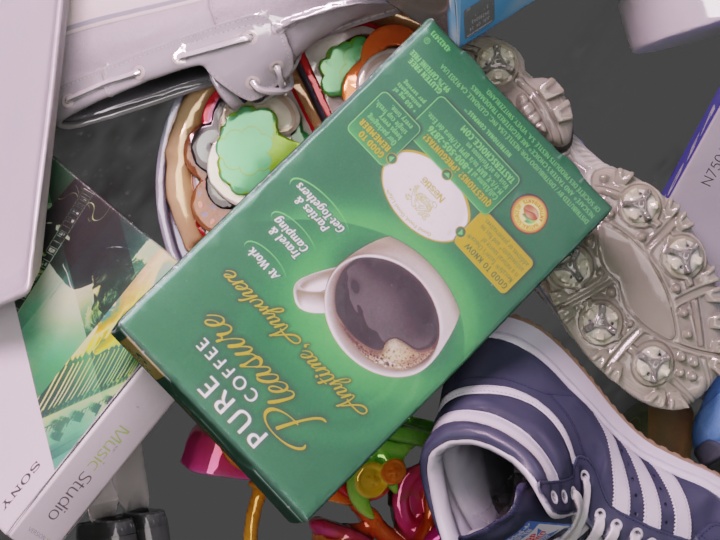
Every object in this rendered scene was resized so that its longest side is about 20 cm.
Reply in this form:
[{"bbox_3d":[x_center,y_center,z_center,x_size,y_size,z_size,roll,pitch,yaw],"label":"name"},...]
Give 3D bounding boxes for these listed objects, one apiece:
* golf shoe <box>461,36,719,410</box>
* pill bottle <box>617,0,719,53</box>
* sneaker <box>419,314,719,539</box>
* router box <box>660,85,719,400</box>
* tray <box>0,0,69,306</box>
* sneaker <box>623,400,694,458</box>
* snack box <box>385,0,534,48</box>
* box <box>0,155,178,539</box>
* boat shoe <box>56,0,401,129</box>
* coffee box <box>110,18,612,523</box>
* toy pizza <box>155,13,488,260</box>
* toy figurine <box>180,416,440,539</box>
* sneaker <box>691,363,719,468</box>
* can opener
[{"bbox_3d":[0.100,-0.019,1.285,0.078,0.097,0.200,-34,84,-9],"label":"golf shoe"},{"bbox_3d":[0.147,-0.213,1.308,0.119,0.120,0.201,-15,89,-1],"label":"pill bottle"},{"bbox_3d":[0.108,0.117,1.222,0.200,0.109,0.070,41,124,-7],"label":"sneaker"},{"bbox_3d":[0.231,-0.011,1.287,0.179,0.049,0.201,25,123,0],"label":"router box"},{"bbox_3d":[-0.175,-0.063,1.289,0.107,0.022,0.201,-20,56,39],"label":"tray"},{"bbox_3d":[0.093,0.150,1.320,0.089,0.067,0.201,18,91,-6],"label":"sneaker"},{"bbox_3d":[0.021,-0.188,1.275,0.116,0.037,0.200,-33,51,-25],"label":"snack box"},{"bbox_3d":[-0.160,0.026,1.276,0.145,0.036,0.200,-51,47,-2],"label":"box"},{"bbox_3d":[-0.063,-0.111,1.309,0.199,0.072,0.069,-9,80,8],"label":"boat shoe"},{"bbox_3d":[0.000,0.000,1.194,0.123,0.044,0.200,45,78,-5],"label":"coffee box"},{"bbox_3d":[-0.003,-0.043,1.344,0.199,0.032,0.201,0,88,-1],"label":"toy pizza"},{"bbox_3d":[-0.028,0.151,1.289,0.199,0.150,0.185,15,91,-15],"label":"toy figurine"},{"bbox_3d":[0.205,0.013,1.252,0.066,0.200,0.079,-17,62,-42],"label":"sneaker"},{"bbox_3d":[-0.124,0.136,1.335,0.066,0.053,0.201,-14,86,33],"label":"can opener"}]
